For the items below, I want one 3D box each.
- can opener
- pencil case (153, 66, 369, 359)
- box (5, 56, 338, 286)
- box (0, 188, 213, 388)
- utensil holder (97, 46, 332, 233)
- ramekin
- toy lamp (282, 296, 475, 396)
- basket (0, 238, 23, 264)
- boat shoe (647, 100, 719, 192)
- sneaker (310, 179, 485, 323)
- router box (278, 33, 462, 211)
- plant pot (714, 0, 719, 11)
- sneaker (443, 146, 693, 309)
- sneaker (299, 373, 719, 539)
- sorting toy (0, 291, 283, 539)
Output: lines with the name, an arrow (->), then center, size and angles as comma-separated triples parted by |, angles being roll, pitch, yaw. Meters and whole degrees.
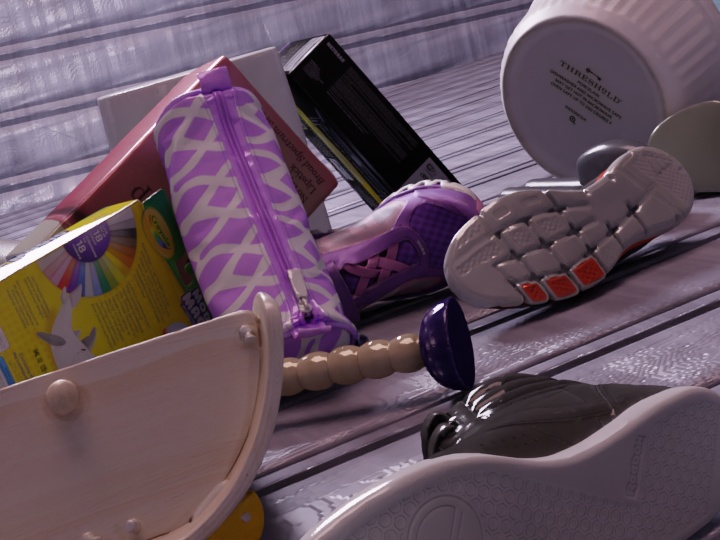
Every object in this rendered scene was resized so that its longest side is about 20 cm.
can opener -> 0.175, -0.071, 1.085 | 0.053, 0.068, 0.199 | -20, 11, -24
pencil case -> -0.069, -0.022, 0.870 | 0.083, 0.202, 0.086 | -19, -25, -15
box -> -0.135, -0.035, 0.988 | 0.200, 0.128, 0.109 | -49, 16, -17
box -> -0.178, 0.039, 0.852 | 0.048, 0.119, 0.199 | -4, 23, 47
utensil holder -> -0.116, -0.068, 1.147 | 0.168, 0.202, 0.170 | -15, 10, 3
ramekin -> 0.209, -0.158, 1.166 | 0.201, 0.204, 0.094 | -6, 25, 43
toy lamp -> -0.037, 0.058, 0.777 | 0.198, 0.059, 0.058 | -13, 11, 17
basket -> -0.302, 0.037, 1.092 | 0.198, 0.138, 0.180 | -2, 19, 41
boat shoe -> 0.323, -0.101, 1.057 | 0.199, 0.071, 0.071 | -9, -5, 33
sneaker -> 0.000, 0.000, 0.982 | 0.198, 0.081, 0.089 | -18, 14, 24
router box -> 0.001, -0.119, 1.236 | 0.052, 0.200, 0.157 | -45, 16, -7
plant pot -> 0.421, -0.308, 1.634 | 0.199, 0.198, 0.195 | -20, 5, 45
sneaker -> 0.135, -0.014, 0.915 | 0.198, 0.078, 0.082 | -21, -15, -26
sneaker -> 0.037, 0.088, 0.495 | 0.198, 0.072, 0.099 | -16, 7, -34
sorting toy -> -0.126, 0.089, 0.669 | 0.198, 0.108, 0.180 | -18, 3, -7
